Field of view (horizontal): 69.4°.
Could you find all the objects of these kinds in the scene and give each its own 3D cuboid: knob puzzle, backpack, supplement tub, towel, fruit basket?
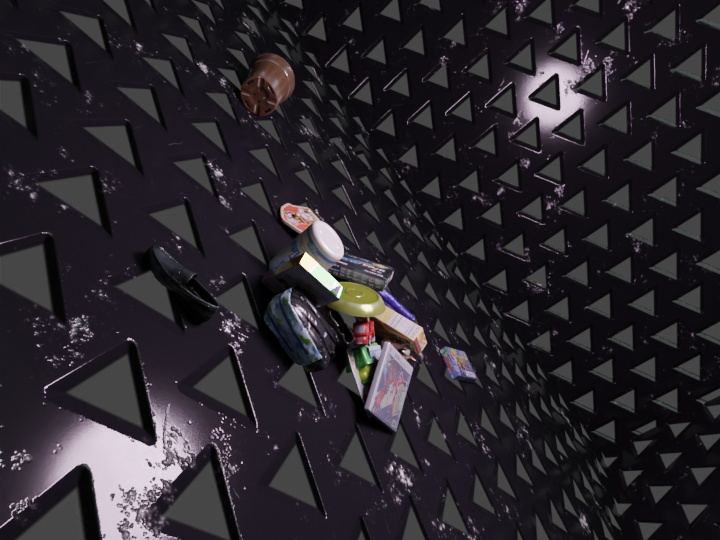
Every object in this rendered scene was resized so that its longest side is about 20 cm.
[{"bbox_3d":[-0.194,-0.174,1.776,0.216,0.031,0.221,29,25,-15],"label":"knob puzzle"},{"bbox_3d":[-0.157,0.143,1.354,0.164,0.150,0.204,-70,143,-61],"label":"backpack"},{"bbox_3d":[-0.156,-0.036,1.504,0.132,0.199,0.133,41,25,-24],"label":"supplement tub"},{"bbox_3d":[0.074,0.119,1.742,0.199,0.147,0.050,42,66,-11],"label":"towel"},{"bbox_3d":[0.039,0.317,1.537,0.184,0.093,0.204,7,55,-60],"label":"fruit basket"}]

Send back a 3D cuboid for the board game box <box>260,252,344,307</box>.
[{"bbox_3d":[-0.158,0.040,1.401,0.153,0.198,0.041,43,52,-23],"label":"board game box"}]

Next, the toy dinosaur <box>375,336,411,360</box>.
[{"bbox_3d":[0.083,0.248,1.655,0.085,0.201,0.137,-27,74,-27],"label":"toy dinosaur"}]

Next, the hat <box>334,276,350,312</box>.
[{"bbox_3d":[-0.083,0.078,1.648,0.200,0.081,0.202,40,20,-17],"label":"hat"}]

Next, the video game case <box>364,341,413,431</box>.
[{"bbox_3d":[0.087,0.339,1.510,0.183,0.023,0.204,49,52,-45],"label":"video game case"}]

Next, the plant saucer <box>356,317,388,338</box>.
[{"bbox_3d":[0.033,0.156,1.819,0.200,0.036,0.202,43,26,-26],"label":"plant saucer"}]

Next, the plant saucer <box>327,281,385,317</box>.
[{"bbox_3d":[-0.019,0.077,1.505,0.195,0.032,0.201,12,20,-4],"label":"plant saucer"}]

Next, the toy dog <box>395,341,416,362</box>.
[{"bbox_3d":[0.154,0.267,1.813,0.095,0.133,0.201,28,35,-1],"label":"toy dog"}]

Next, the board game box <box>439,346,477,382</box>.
[{"bbox_3d":[0.422,0.406,2.234,0.198,0.034,0.138,24,38,-51],"label":"board game box"}]

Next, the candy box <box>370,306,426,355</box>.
[{"bbox_3d":[0.112,0.179,1.655,0.197,0.056,0.116,29,-19,29],"label":"candy box"}]

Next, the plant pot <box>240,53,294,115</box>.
[{"bbox_3d":[-0.379,-0.727,2.064,0.200,0.199,0.200,43,33,-23],"label":"plant pot"}]

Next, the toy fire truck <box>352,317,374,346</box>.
[{"bbox_3d":[0.013,0.144,1.550,0.200,0.047,0.145,13,74,-79],"label":"toy fire truck"}]

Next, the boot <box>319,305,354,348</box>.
[{"bbox_3d":[-0.087,0.128,1.487,0.202,0.067,0.131,53,-21,7],"label":"boot"}]

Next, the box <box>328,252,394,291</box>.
[{"bbox_3d":[0.000,0.000,1.653,0.195,0.047,0.159,18,15,9],"label":"box"}]

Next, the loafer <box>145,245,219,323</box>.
[{"bbox_3d":[-0.386,0.022,1.138,0.202,0.070,0.068,51,22,-7],"label":"loafer"}]
